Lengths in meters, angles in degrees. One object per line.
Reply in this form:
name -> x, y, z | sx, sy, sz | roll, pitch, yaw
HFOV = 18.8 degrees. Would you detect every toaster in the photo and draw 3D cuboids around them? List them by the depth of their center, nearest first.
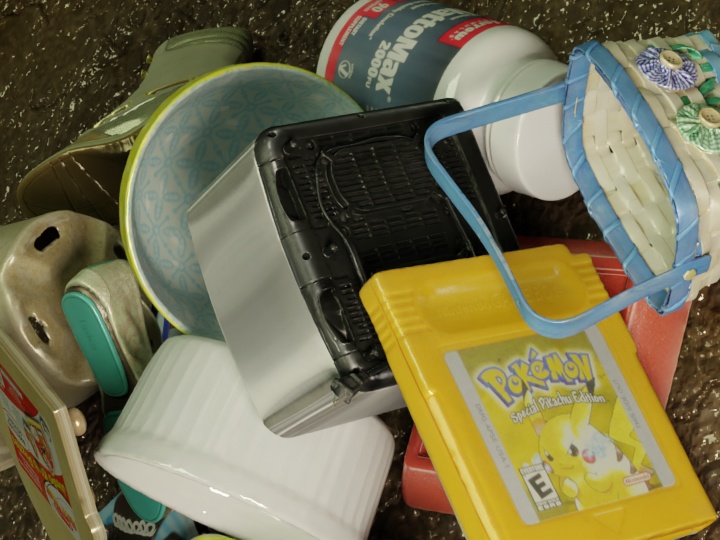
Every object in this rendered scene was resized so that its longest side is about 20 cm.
toaster -> 0.000, 0.000, 1.392 | 0.119, 0.199, 0.182 | -37, 72, 49

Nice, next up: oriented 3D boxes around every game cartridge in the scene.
game cartridge -> 0.109, 0.081, 1.315 | 0.032, 0.175, 0.201 | -44, 63, 47

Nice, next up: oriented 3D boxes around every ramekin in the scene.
ramekin -> -0.072, 0.124, 1.487 | 0.200, 0.200, 0.098 | 9, 69, 45

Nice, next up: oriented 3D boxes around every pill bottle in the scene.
pill bottle -> 0.073, -0.118, 1.515 | 0.199, 0.119, 0.120 | 23, 87, 46

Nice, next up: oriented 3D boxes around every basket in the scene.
basket -> 0.158, -0.058, 1.350 | 0.199, 0.140, 0.177 | -24, 56, -11

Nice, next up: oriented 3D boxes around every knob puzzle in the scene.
knob puzzle -> -0.212, 0.135, 1.532 | 0.030, 0.221, 0.220 | -23, 41, -20

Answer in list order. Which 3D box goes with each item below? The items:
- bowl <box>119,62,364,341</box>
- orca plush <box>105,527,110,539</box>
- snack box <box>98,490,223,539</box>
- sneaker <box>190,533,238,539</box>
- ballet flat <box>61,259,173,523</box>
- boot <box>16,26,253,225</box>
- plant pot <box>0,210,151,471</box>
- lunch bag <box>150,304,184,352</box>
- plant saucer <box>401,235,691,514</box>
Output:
bowl -> -0.085, -0.050, 1.524 | 0.201, 0.199, 0.108 | -63, 25, -1
orca plush -> -0.142, 0.262, 1.529 | 0.200, 0.071, 0.106 | 41, 115, 61
snack box -> -0.142, 0.245, 1.602 | 0.116, 0.037, 0.201 | -43, 47, 20
sneaker -> -0.055, 0.229, 1.486 | 0.075, 0.077, 0.200 | -38, 46, -23
ballet flat -> -0.157, 0.086, 1.582 | 0.067, 0.062, 0.201 | 4, 117, 41
boot -> -0.174, -0.115, 1.734 | 0.199, 0.072, 0.155 | -26, 26, 17
plant pot -> -0.263, 0.042, 1.672 | 0.183, 0.200, 0.202 | -22, 56, 46
lunch bag -> -0.097, 0.016, 1.644 | 0.160, 0.075, 0.202 | -13, 61, 41
plant saucer -> 0.115, 0.068, 1.448 | 0.199, 0.037, 0.201 | 4, 74, 45
